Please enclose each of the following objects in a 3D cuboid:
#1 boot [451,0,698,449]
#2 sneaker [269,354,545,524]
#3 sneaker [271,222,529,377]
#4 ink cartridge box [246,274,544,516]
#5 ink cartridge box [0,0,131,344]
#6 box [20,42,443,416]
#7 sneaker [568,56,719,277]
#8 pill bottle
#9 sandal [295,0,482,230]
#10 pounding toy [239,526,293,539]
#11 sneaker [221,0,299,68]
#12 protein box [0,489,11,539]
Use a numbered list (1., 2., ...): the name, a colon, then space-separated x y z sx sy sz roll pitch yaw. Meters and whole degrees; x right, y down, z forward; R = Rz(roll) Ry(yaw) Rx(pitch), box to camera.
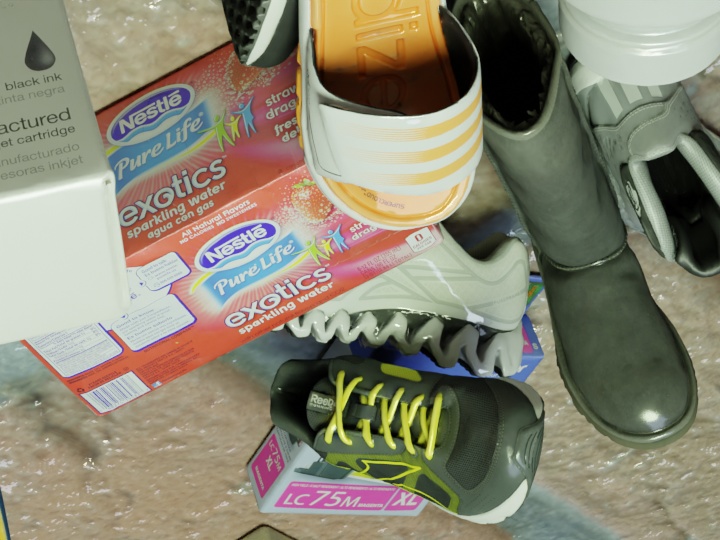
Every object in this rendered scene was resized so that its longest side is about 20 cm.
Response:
1. boot: 0.107 -0.025 1.018 0.072 0.183 0.201 -23 149 -3
2. sneaker: 0.019 0.085 1.064 0.084 0.075 0.199 14 173 -30
3. sneaker: 0.000 0.000 1.094 0.198 0.075 0.082 11 99 -21
4. ink cartridge box: 0.026 0.076 1.220 0.118 0.042 0.201 5 135 -31
5. ink cartridge box: -0.181 -0.066 0.800 0.144 0.201 0.084 -13 141 -10
6. box: -0.074 -0.029 0.986 0.199 0.096 0.100 -27 142 9
7. sneaker: 0.171 -0.031 1.085 0.075 0.116 0.200 -29 143 12
8. pill bottle: 0.126 -0.177 0.880 0.111 0.113 0.201 -16 145 -6
9. sandal: 0.011 -0.087 0.850 0.078 0.059 0.208 -17 131 -7
10. pounding toy: -0.085 0.286 1.348 0.183 0.143 0.200 -34 142 17
11. sneaker: 0.002 -0.162 0.873 0.089 0.070 0.201 1 137 -22
12. protein box: -0.241 0.049 0.918 0.134 0.200 0.201 -13 143 -11
